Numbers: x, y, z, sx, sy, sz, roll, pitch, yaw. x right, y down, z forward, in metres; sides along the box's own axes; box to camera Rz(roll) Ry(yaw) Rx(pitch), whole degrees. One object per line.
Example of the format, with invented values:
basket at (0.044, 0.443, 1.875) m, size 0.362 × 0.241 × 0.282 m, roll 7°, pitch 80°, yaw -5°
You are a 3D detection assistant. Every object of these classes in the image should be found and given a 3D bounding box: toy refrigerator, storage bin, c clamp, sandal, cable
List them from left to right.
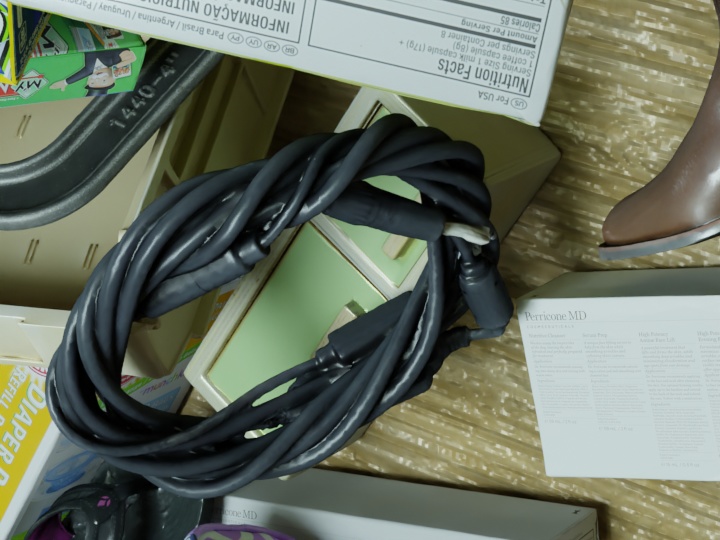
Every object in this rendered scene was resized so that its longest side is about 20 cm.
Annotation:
storage bin at (-0.152, -0.063, 0.966) m, size 0.199 × 0.199 × 0.094 m, roll 4°, pitch 147°, yaw 20°
c clamp at (-0.132, -0.106, 0.920) m, size 0.170 × 0.200 × 0.027 m, roll 24°, pitch 155°, yaw 25°
sandal at (-0.144, 0.154, 1.057) m, size 0.201 × 0.048 × 0.075 m, roll -49°, pitch 61°, yaw 14°
cable at (-0.033, 0.018, 0.870) m, size 0.164 × 0.199 × 0.051 m, roll 79°, pitch 167°, yaw -50°
toy refrigerator at (0.000, 0.000, 0.986) m, size 0.076 × 0.070 × 0.200 m, roll 46°, pitch 126°, yaw 15°

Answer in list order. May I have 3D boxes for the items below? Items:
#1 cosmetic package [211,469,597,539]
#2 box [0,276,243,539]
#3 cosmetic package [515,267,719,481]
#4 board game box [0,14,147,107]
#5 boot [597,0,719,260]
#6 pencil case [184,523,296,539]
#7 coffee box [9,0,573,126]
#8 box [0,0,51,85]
cosmetic package at (0.018, 0.147, 1.026) m, size 0.199 × 0.051 × 0.083 m, roll 4°, pitch 106°, yaw 37°
box at (-0.158, 0.052, 1.095) m, size 0.101 × 0.112 × 0.200 m, roll 43°, pitch 125°, yaw 18°
cosmetic package at (0.165, 0.041, 0.889) m, size 0.199 × 0.051 × 0.083 m, roll -2°, pitch 106°, yaw 37°
board game box at (-0.185, -0.147, 0.884) m, size 0.200 × 0.134 × 0.029 m, roll 63°, pitch 148°, yaw 31°
boot at (0.134, -0.119, 0.854) m, size 0.186 × 0.064 × 0.201 m, roll -25°, pitch 87°, yaw 40°
pencil case at (-0.074, 0.213, 1.008) m, size 0.086 × 0.084 × 0.201 m, roll 53°, pitch 128°, yaw 48°
coffee box at (0.000, -0.194, 0.797) m, size 0.199 × 0.200 × 0.199 m, roll 13°, pitch 115°, yaw 5°
box at (-0.136, -0.166, 0.847) m, size 0.064 × 0.201 × 0.070 m, roll 10°, pitch 137°, yaw 5°
